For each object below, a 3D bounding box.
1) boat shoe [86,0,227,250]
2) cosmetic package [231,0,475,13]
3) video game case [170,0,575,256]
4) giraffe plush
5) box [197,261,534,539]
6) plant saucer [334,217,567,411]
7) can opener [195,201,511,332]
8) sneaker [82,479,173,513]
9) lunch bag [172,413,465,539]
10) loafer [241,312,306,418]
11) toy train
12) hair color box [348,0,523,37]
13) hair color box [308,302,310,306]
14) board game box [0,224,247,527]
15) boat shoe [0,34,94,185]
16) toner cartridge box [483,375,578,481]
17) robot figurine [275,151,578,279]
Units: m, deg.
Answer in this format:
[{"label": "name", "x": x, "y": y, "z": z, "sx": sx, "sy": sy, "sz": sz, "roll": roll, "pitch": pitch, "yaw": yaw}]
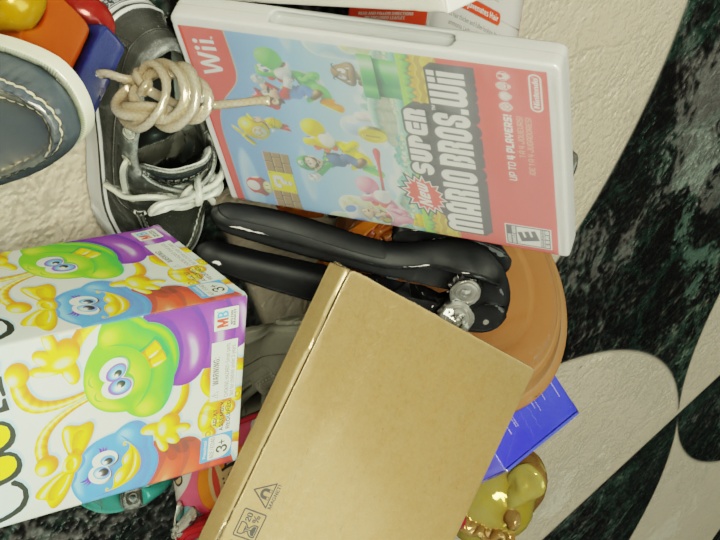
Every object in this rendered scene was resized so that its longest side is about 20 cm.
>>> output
[{"label": "boat shoe", "x": -0.110, "y": -0.064, "z": 0.776, "sx": 0.074, "sy": 0.068, "sz": 0.200, "roll": -30, "pitch": 145, "yaw": -28}, {"label": "cosmetic package", "x": 0.006, "y": -0.181, "z": 0.651, "sx": 0.107, "sy": 0.200, "sz": 0.085, "roll": -28, "pitch": 117, "yaw": -28}, {"label": "video game case", "x": 0.010, "y": -0.073, "z": 0.703, "sx": 0.143, "sy": 0.200, "sz": 0.017, "roll": 76, "pitch": 31, "yaw": -52}, {"label": "giraffe plush", "x": 0.101, "y": 0.174, "z": 1.229, "sx": 0.200, "sy": 0.162, "sz": 0.173, "roll": -34, "pitch": 147, "yaw": -24}, {"label": "box", "x": 0.003, "y": 0.116, "z": 0.775, "sx": 0.163, "sy": 0.021, "sz": 0.200, "roll": 29, "pitch": 85, "yaw": -38}, {"label": "plant saucer", "x": 0.071, "y": 0.009, "z": 0.976, "sx": 0.200, "sy": 0.201, "sz": 0.032, "roll": -20, "pitch": 171, "yaw": -39}, {"label": "can opener", "x": 0.000, "y": 0.000, "z": 0.815, "sx": 0.200, "sy": 0.079, "sz": 0.064, "roll": 6, "pitch": 114, "yaw": -19}, {"label": "sneaker", "x": -0.176, "y": 0.101, "z": 0.876, "sx": 0.200, "sy": 0.084, "sz": 0.121, "roll": -3, "pitch": 121, "yaw": -48}, {"label": "lunch bag", "x": -0.037, "y": 0.151, "z": 0.911, "sx": 0.176, "sy": 0.082, "sz": 0.200, "roll": -20, "pitch": 154, "yaw": 15}, {"label": "loafer", "x": -0.040, "y": 0.065, "z": 0.913, "sx": 0.070, "sy": 0.070, "sz": 0.200, "roll": -9, "pitch": 176, "yaw": -29}, {"label": "toy train", "x": -0.146, "y": -0.110, "z": 0.572, "sx": 0.116, "sy": 0.200, "sz": 0.085, "roll": 64, "pitch": 34, "yaw": -49}, {"label": "hair color box", "x": 0.044, "y": -0.141, "z": 0.808, "sx": 0.101, "sy": 0.061, "sz": 0.200, "roll": 11, "pitch": 88, "yaw": -54}, {"label": "hair color box", "x": 0.044, "y": 0.034, "z": 1.098, "sx": 0.200, "sy": 0.061, "sz": 0.099, "roll": -20, "pitch": 140, "yaw": -38}, {"label": "board game box", "x": -0.171, "y": 0.056, "z": 0.696, "sx": 0.200, "sy": 0.103, "sz": 0.105, "roll": -12, "pitch": 119, "yaw": -34}, {"label": "boat shoe", "x": -0.205, "y": -0.053, "z": 0.554, "sx": 0.062, "sy": 0.200, "sz": 0.075, "roll": -65, "pitch": 151, "yaw": -51}, {"label": "toner cartridge box", "x": 0.069, "y": 0.048, "z": 1.005, "sx": 0.095, "sy": 0.200, "sz": 0.043, "roll": -29, "pitch": 175, "yaw": -41}, {"label": "robot figurine", "x": 0.045, "y": -0.070, "z": 0.901, "sx": 0.200, "sy": 0.145, "sz": 0.058, "roll": -32, "pitch": 162, "yaw": -7}]
